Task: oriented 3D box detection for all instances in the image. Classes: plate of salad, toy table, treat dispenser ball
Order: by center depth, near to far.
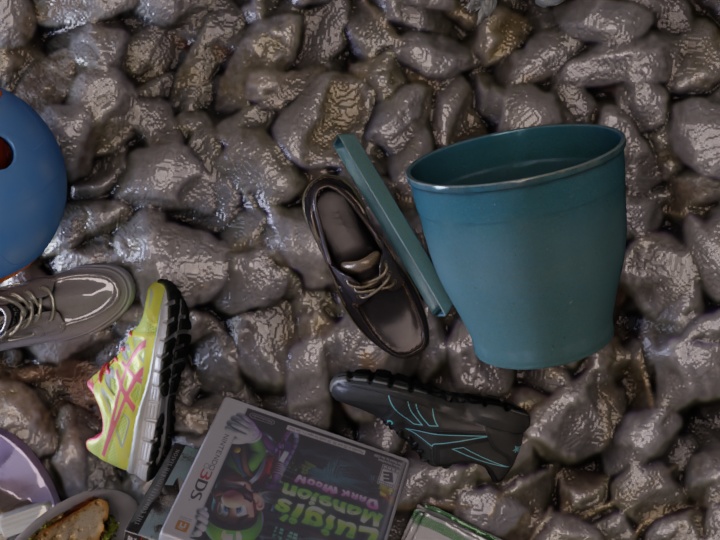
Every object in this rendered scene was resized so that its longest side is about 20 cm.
[{"bbox_3d":[-0.378,-0.081,1.158,0.200,0.201,0.202,0,93,4],"label":"treat dispenser ball"},{"bbox_3d":[-0.277,0.303,1.180,0.048,0.200,0.201,28,95,32],"label":"plate of salad"},{"bbox_3d":[-0.372,0.258,1.219,0.183,0.117,0.201,-30,89,5],"label":"toy table"}]

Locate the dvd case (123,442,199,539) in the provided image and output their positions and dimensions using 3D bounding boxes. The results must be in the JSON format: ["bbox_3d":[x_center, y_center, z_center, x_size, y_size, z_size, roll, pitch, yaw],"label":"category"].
[{"bbox_3d":[-0.110,0.243,1.188,0.199,0.146,0.022,17,119,4],"label":"dvd case"}]

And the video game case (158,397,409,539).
[{"bbox_3d":[-0.067,0.218,1.173,0.199,0.182,0.023,19,132,3],"label":"video game case"}]

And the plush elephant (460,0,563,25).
[{"bbox_3d":[0.160,-0.322,1.126,0.164,0.155,0.200,37,95,2],"label":"plush elephant"}]

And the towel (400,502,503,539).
[{"bbox_3d":[0.083,0.352,1.232,0.149,0.031,0.201,25,95,3],"label":"towel"}]

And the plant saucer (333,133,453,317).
[{"bbox_3d":[0.033,-0.045,1.196,0.019,0.070,0.201,-32,90,-6],"label":"plant saucer"}]

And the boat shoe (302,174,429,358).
[{"bbox_3d":[0.000,0.000,1.197,0.074,0.073,0.200,-32,90,5],"label":"boat shoe"}]

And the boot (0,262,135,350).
[{"bbox_3d":[-0.325,0.045,1.213,0.199,0.096,0.074,-18,92,5],"label":"boot"}]

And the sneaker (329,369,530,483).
[{"bbox_3d":[0.063,0.149,1.201,0.199,0.075,0.080,15,96,4],"label":"sneaker"}]

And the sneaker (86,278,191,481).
[{"bbox_3d":[-0.227,0.104,1.221,0.090,0.078,0.201,12,92,10],"label":"sneaker"}]

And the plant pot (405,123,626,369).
[{"bbox_3d":[0.156,-0.019,1.136,0.199,0.200,0.189,-10,108,5],"label":"plant pot"}]
